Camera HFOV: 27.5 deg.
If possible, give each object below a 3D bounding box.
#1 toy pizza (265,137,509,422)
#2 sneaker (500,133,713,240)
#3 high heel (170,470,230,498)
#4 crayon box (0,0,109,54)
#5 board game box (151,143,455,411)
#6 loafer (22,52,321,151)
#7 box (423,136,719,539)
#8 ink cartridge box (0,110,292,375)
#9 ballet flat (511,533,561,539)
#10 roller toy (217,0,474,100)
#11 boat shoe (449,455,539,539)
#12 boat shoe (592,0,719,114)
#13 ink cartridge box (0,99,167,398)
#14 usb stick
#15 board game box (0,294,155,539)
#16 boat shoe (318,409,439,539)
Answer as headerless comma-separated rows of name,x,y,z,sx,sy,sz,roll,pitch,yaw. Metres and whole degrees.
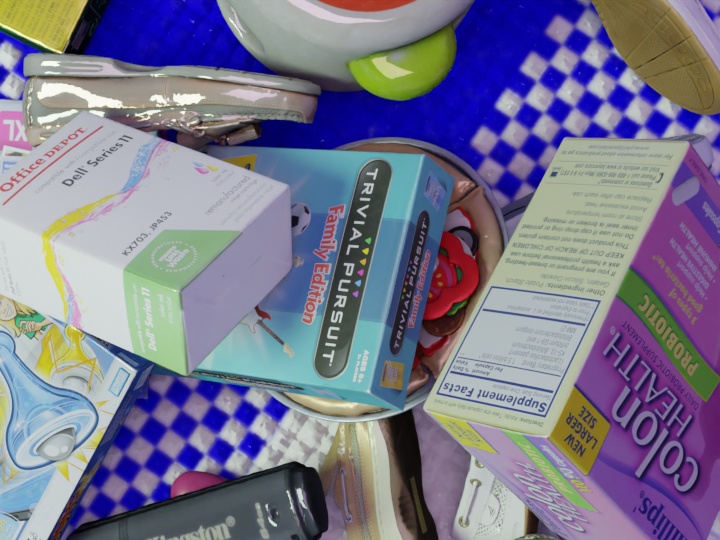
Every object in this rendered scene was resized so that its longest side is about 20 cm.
toy pizza,0.000,0.000,0.964,0.199,0.032,0.202,-9,66,20
sneaker,0.150,-0.027,0.992,0.199,0.073,0.071,-25,103,6
high heel,-0.054,0.210,0.965,0.200,0.096,0.067,43,90,3
crayon box,-0.260,-0.242,1.013,0.199,0.051,0.128,27,88,2
board game box,-0.051,-0.001,0.940,0.199,0.047,0.152,5,74,32
loafer,-0.125,-0.104,0.966,0.198,0.072,0.063,6,93,7
box,0.160,0.051,0.889,0.176,0.096,0.201,45,66,-37
ink cartridge box,-0.154,-0.028,0.890,0.199,0.068,0.117,20,44,24
ballet flat,0.076,0.248,0.969,0.068,0.075,0.201,37,101,13
roller toy,-0.007,-0.218,0.963,0.181,0.140,0.201,22,79,-4
boat shoe,0.088,0.095,0.964,0.069,0.071,0.202,9,105,15
boat shoe,0.192,-0.196,0.984,0.200,0.071,0.069,49,62,-10
ink cartridge box,-0.198,-0.014,1.009,0.118,0.042,0.202,3,89,2
usb stick,-0.111,0.173,0.962,0.199,0.033,0.056,-20,75,25
board game box,-0.234,0.101,0.965,0.135,0.034,0.201,33,111,8
boat shoe,0.000,0.137,0.985,0.076,0.072,0.202,-12,83,17
